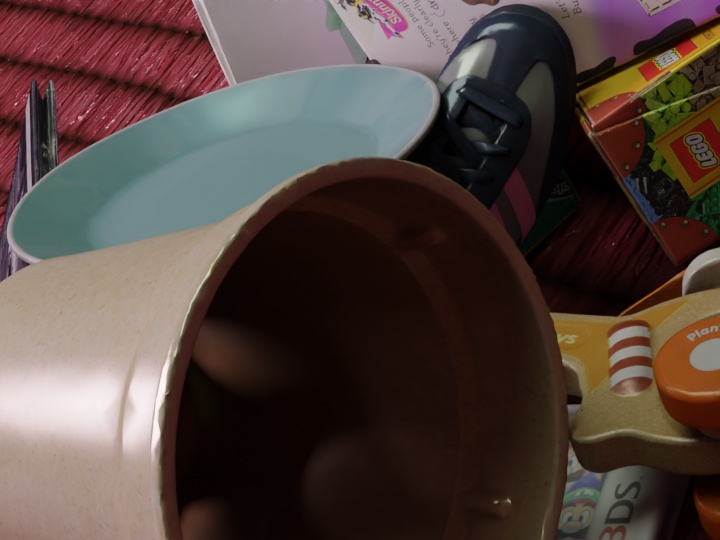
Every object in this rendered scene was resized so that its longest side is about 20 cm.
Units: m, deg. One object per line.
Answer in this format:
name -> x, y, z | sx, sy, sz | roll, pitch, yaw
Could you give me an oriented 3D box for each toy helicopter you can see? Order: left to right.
toy helicopter -> 0.106, 0.027, 0.977 | 0.199, 0.079, 0.132 | 6, 43, 36

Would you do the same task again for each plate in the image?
plate -> -0.057, -0.039, 1.086 | 0.199, 0.026, 0.200 | -15, 21, 6

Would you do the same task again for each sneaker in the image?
sneaker -> 0.037, -0.022, 1.083 | 0.082, 0.070, 0.201 | -4, -64, -78

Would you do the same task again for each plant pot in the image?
plant pot -> -0.056, 0.061, 0.922 | 0.183, 0.201, 0.201 | 1, 40, 45

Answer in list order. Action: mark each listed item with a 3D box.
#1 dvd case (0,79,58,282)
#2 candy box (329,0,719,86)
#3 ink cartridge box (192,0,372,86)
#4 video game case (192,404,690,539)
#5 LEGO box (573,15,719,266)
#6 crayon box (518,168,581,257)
dvd case -> -0.180, 0.023, 1.297 | 0.016, 0.201, 0.149 | 7, 35, -14
candy box -> 0.072, -0.169, 1.115 | 0.199, 0.168, 0.072 | -24, 19, 34
ink cartridge box -> 0.014, -0.154, 1.272 | 0.199, 0.084, 0.145 | -22, 15, -1
video game case -> 0.020, 0.117, 0.976 | 0.199, 0.024, 0.182 | -3, 36, 24
LEGO box -> 0.171, -0.100, 1.164 | 0.148, 0.077, 0.200 | -33, 17, 7
crayon box -> 0.000, 0.000, 1.252 | 0.200, 0.058, 0.119 | -41, 24, -15
